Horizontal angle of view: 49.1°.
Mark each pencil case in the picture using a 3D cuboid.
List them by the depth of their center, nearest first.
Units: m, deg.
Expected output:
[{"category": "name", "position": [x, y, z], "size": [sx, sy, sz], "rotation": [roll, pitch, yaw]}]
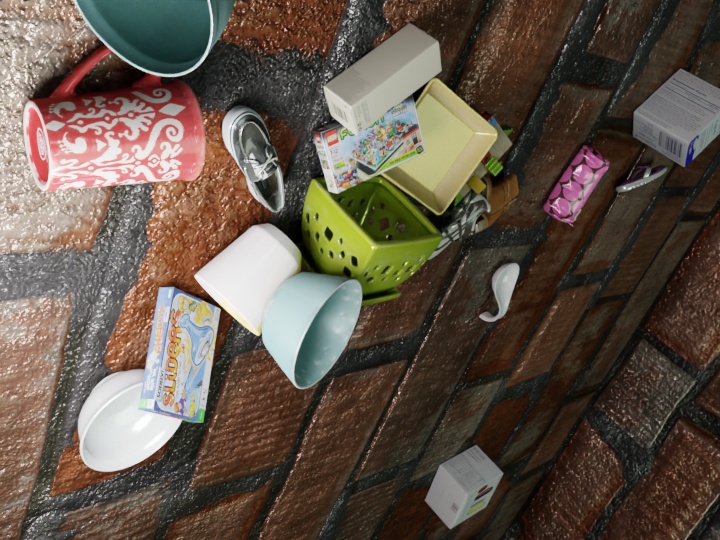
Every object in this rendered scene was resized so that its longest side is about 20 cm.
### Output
[{"category": "pencil case", "position": [0.565, -0.220, 2.046], "size": [0.090, 0.093, 0.202], "rotation": [5, 120, -51]}]

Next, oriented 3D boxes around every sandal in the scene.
[{"category": "sandal", "position": [0.839, -0.287, 2.342], "size": [0.200, 0.082, 0.051], "rotation": [-26, 99, -29]}]

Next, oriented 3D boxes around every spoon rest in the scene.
[{"category": "spoon rest", "position": [0.385, 0.063, 2.157], "size": [0.098, 0.061, 0.203], "rotation": [-21, 139, -37]}]

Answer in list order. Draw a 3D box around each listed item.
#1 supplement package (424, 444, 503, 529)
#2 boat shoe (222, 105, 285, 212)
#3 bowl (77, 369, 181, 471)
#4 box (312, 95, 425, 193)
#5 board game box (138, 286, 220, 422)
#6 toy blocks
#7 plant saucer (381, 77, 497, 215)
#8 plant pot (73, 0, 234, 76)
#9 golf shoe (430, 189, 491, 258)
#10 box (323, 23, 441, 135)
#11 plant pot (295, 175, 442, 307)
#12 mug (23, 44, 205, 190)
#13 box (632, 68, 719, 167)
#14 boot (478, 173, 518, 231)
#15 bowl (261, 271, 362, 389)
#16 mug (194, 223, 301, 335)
[{"category": "supplement package", "position": [0.365, 0.764, 2.785], "size": [0.198, 0.147, 0.194], "rotation": [-16, 136, -39]}, {"category": "boat shoe", "position": [-0.156, -0.174, 1.246], "size": [0.072, 0.071, 0.201], "rotation": [-39, 146, -13]}, {"category": "bowl", "position": [-0.407, 0.241, 1.359], "size": [0.199, 0.090, 0.203], "rotation": [-32, 144, -26]}, {"category": "box", "position": [0.018, -0.225, 1.382], "size": [0.198, 0.035, 0.112], "rotation": [-28, 115, -24]}, {"category": "board game box", "position": [-0.302, 0.145, 1.328], "size": [0.135, 0.034, 0.204], "rotation": [34, 58, -58]}, {"category": "toy blocks", "position": [0.219, -0.251, 1.612], "size": [0.200, 0.100, 0.136], "rotation": [-47, 136, 4]}, {"category": "plant saucer", "position": [0.137, -0.238, 1.507], "size": [0.198, 0.049, 0.201], "rotation": [30, 100, -34]}, {"category": "plant pot", "position": [-0.220, -0.347, 0.902], "size": [0.203, 0.197, 0.135], "rotation": [91, 24, -46]}, {"category": "golf shoe", "position": [0.209, -0.087, 1.726], "size": [0.093, 0.078, 0.201], "rotation": [26, 124, -15]}, {"category": "box", "position": [0.039, -0.322, 1.318], "size": [0.199, 0.082, 0.069], "rotation": [-38, 146, -14]}, {"category": "plant pot", "position": [-0.001, -0.046, 1.458], "size": [0.198, 0.199, 0.183], "rotation": [-8, 137, -46]}, {"category": "mug", "position": [-0.323, -0.190, 1.014], "size": [0.197, 0.181, 0.133], "rotation": [-15, 172, -35]}, {"category": "box", "position": [0.870, -0.414, 2.126], "size": [0.199, 0.184, 0.105], "rotation": [-41, 146, -10]}, {"category": "boot", "position": [0.306, -0.176, 1.793], "size": [0.154, 0.077, 0.202], "rotation": [-33, 147, -20]}, {"category": "bowl", "position": [-0.092, 0.084, 1.322], "size": [0.201, 0.104, 0.203], "rotation": [-48, 154, -32]}, {"category": "mug", "position": [-0.178, 0.011, 1.366], "size": [0.154, 0.149, 0.187], "rotation": [-50, 163, -13]}]
